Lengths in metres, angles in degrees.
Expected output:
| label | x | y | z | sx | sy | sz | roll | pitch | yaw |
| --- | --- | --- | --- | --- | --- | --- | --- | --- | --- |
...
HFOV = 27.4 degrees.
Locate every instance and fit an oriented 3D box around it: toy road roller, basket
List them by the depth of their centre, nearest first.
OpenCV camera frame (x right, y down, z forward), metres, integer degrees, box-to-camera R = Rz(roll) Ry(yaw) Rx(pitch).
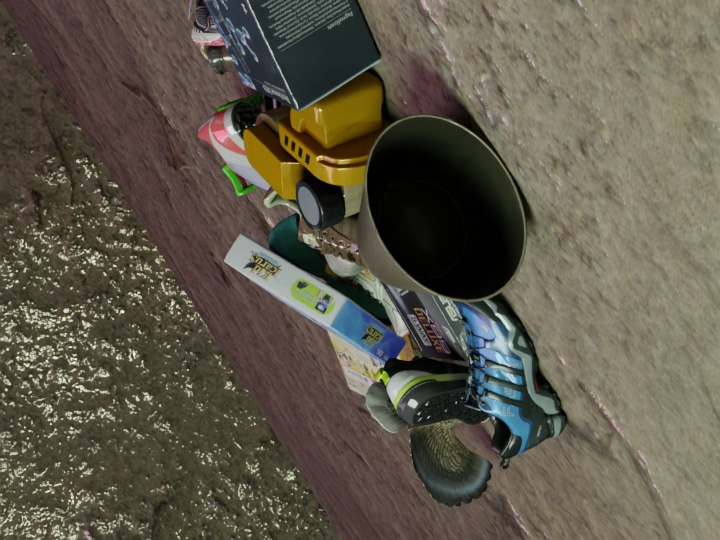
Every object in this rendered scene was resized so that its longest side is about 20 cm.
| label | x | y | z | sx | sy | sz | roll | pitch | yaw |
| --- | --- | --- | --- | --- | --- | --- | --- | --- | --- |
| basket | 0.064 | -0.045 | 1.423 | 0.181 | 0.136 | 0.200 | 58 | 170 | 2 |
| toy road roller | -0.034 | -0.151 | 1.565 | 0.200 | 0.122 | 0.147 | 43 | 146 | 44 |

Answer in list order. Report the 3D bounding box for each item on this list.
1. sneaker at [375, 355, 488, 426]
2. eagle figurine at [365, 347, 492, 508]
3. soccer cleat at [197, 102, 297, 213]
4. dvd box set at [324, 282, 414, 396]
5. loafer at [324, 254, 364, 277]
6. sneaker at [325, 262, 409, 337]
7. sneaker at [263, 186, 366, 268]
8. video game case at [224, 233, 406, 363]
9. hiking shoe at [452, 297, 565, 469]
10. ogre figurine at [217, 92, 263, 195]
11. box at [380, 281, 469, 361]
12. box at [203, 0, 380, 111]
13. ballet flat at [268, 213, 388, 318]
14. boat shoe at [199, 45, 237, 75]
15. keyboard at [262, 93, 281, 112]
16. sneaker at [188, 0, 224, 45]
| label | x | y | z | sx | sy | sz | roll | pitch | yaw |
| --- | --- | --- | --- | --- | --- | --- | --- | --- | --- |
| sneaker | 0.093 | 0.120 | 1.641 | 0.199 | 0.072 | 0.083 | 7 | -147 | -52 |
| eagle figurine | 0.099 | 0.186 | 1.828 | 0.150 | 0.152 | 0.201 | 29 | 150 | 21 |
| soccer cleat | -0.118 | -0.131 | 1.840 | 0.073 | 0.069 | 0.200 | -14 | 136 | 36 |
| dvd box set | 0.019 | 0.115 | 2.055 | 0.146 | 0.029 | 0.201 | 21 | 145 | 38 |
| loafer | -0.041 | -0.090 | 1.779 | 0.070 | 0.070 | 0.201 | 106 | 139 | -78 |
| sneaker | 0.000 | 0.000 | 1.840 | 0.201 | 0.082 | 0.078 | 55 | 166 | 6 |
| sneaker | -0.026 | -0.040 | 1.631 | 0.200 | 0.075 | 0.071 | 44 | 162 | 30 |
| video game case | -0.055 | 0.040 | 1.867 | 0.181 | 0.046 | 0.200 | 31 | 176 | 30 |
| hiking shoe | 0.143 | 0.110 | 1.570 | 0.201 | 0.086 | 0.074 | 60 | 166 | -11 |
| ogre figurine | -0.142 | -0.168 | 1.943 | 0.200 | 0.098 | 0.121 | -2 | 109 | 62 |
| box | 0.068 | 0.006 | 1.682 | 0.201 | 0.050 | 0.158 | 60 | 165 | -8 |
| box | -0.088 | -0.282 | 1.469 | 0.148 | 0.107 | 0.201 | 33 | 153 | 59 |
| ballet flat | -0.023 | -0.009 | 1.898 | 0.199 | 0.070 | 0.068 | 32 | -149 | -13 |
| boat shoe | -0.158 | -0.272 | 1.741 | 0.200 | 0.064 | 0.074 | -124 | 30 | -75 |
| keyboard | -0.093 | -0.236 | 1.682 | 0.104 | 0.039 | 0.201 | -117 | 21 | -62 |
| sneaker | -0.155 | -0.304 | 1.637 | 0.200 | 0.080 | 0.075 | -114 | 20 | -58 |
